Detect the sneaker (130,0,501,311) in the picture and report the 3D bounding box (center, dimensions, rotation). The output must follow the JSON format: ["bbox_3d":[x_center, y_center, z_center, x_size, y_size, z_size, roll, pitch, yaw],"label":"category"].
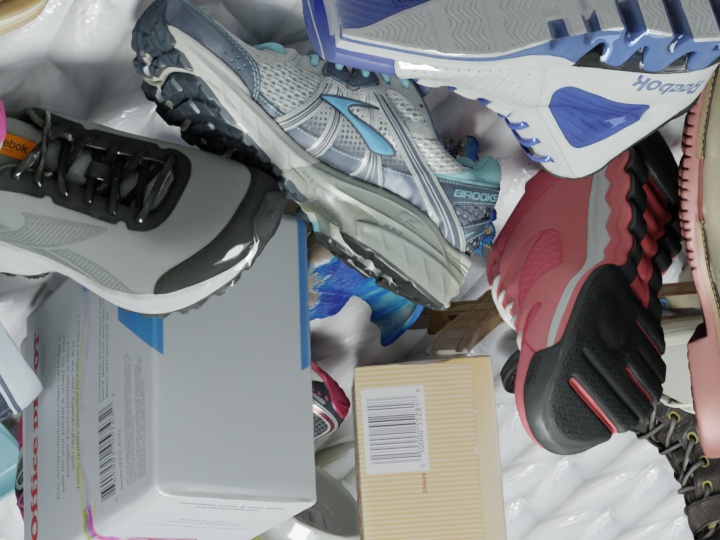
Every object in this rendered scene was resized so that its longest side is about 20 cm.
[{"bbox_3d":[-0.017,-0.069,1.082,0.200,0.086,0.078,39,166,-28],"label":"sneaker"}]

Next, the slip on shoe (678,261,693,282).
[{"bbox_3d":[0.219,-0.020,1.208,0.076,0.061,0.200,8,166,-10],"label":"slip on shoe"}]

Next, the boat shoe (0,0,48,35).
[{"bbox_3d":[-0.220,-0.109,0.977,0.200,0.074,0.069,-6,162,2],"label":"boat shoe"}]

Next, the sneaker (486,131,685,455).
[{"bbox_3d":[0.096,0.015,1.120,0.087,0.200,0.074,-15,125,33],"label":"sneaker"}]

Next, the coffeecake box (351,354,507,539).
[{"bbox_3d":[0.035,0.129,1.272,0.073,0.154,0.200,-5,174,-1],"label":"coffeecake box"}]

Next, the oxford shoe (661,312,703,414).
[{"bbox_3d":[0.185,0.051,1.231,0.075,0.058,0.200,-3,175,44],"label":"oxford shoe"}]

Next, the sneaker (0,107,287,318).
[{"bbox_3d":[-0.122,-0.033,1.061,0.200,0.074,0.079,8,149,33],"label":"sneaker"}]

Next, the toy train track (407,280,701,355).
[{"bbox_3d":[0.101,0.006,1.207,0.200,0.033,0.115,-5,-164,27],"label":"toy train track"}]

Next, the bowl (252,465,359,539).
[{"bbox_3d":[-0.057,0.170,1.393,0.200,0.200,0.108,19,115,-36],"label":"bowl"}]

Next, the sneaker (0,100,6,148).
[{"bbox_3d":[-0.241,-0.039,1.037,0.200,0.081,0.088,-7,110,21],"label":"sneaker"}]

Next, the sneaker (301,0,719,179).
[{"bbox_3d":[0.072,-0.088,1.038,0.199,0.081,0.115,0,144,-12],"label":"sneaker"}]

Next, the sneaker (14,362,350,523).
[{"bbox_3d":[-0.099,0.102,1.332,0.200,0.075,0.081,-17,135,17],"label":"sneaker"}]

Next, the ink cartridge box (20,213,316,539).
[{"bbox_3d":[-0.100,0.066,1.178,0.085,0.145,0.200,7,160,-25],"label":"ink cartridge box"}]

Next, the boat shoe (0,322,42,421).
[{"bbox_3d":[-0.228,0.025,1.142,0.091,0.071,0.200,-38,139,-11],"label":"boat shoe"}]

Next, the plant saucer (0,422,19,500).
[{"bbox_3d":[-0.244,0.086,1.329,0.070,0.019,0.200,-32,147,-2],"label":"plant saucer"}]

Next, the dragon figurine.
[{"bbox_3d":[0.000,0.000,1.202,0.099,0.059,0.200,6,147,-19],"label":"dragon figurine"}]

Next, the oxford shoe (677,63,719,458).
[{"bbox_3d":[0.189,-0.011,1.114,0.075,0.070,0.200,-3,107,14],"label":"oxford shoe"}]

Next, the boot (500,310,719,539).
[{"bbox_3d":[0.184,0.109,1.306,0.200,0.174,0.069,-4,150,-4],"label":"boot"}]
